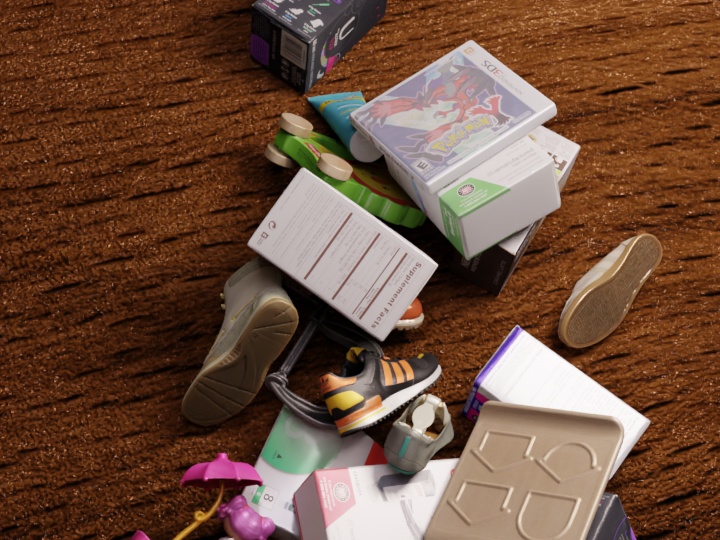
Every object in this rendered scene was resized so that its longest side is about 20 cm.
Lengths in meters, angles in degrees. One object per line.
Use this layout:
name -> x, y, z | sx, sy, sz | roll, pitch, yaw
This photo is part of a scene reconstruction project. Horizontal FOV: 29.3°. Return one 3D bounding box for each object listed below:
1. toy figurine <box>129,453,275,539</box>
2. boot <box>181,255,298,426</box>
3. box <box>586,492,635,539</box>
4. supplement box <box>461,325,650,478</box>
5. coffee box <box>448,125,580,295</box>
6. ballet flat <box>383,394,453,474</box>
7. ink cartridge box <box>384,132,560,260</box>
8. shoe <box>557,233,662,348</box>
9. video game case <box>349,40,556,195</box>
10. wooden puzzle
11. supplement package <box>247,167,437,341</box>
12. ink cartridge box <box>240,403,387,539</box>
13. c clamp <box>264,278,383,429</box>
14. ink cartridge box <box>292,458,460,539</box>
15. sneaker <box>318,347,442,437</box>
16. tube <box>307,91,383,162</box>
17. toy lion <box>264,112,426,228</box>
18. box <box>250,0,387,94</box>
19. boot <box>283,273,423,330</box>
toy figurine -> -0.166, 0.303, 1.540 | 0.200, 0.150, 0.184 | 43, 71, -8
boot -> -0.154, 0.083, 1.705 | 0.072, 0.200, 0.155 | 31, 18, -23
box -> 0.220, 0.354, 1.552 | 0.106, 0.122, 0.200 | 9, 53, 36
supplement box -> 0.237, 0.179, 1.691 | 0.200, 0.101, 0.103 | 35, 63, 13
coffee box -> 0.204, -0.083, 1.828 | 0.080, 0.115, 0.200 | 29, 61, 10
ballet flat -> 0.078, 0.181, 1.627 | 0.067, 0.064, 0.200 | 21, 16, 9
ink cartridge box -> 0.136, -0.130, 1.744 | 0.145, 0.088, 0.200 | -30, 47, -10
shoe -> 0.324, 0.029, 1.821 | 0.200, 0.053, 0.070 | -44, 106, -22
video game case -> 0.114, -0.197, 1.735 | 0.200, 0.023, 0.182 | -33, 49, -13
wooden puzzle -> 0.187, 0.248, 1.543 | 0.185, 0.046, 0.200 | 4, 54, 34
supplement package -> -0.022, -0.021, 1.664 | 0.200, 0.117, 0.118 | 36, 91, -4
ink cartridge box -> -0.029, 0.260, 1.645 | 0.199, 0.050, 0.161 | 21, 60, 7
c clamp -> -0.057, 0.110, 1.713 | 0.170, 0.027, 0.200 | 25, 41, -1
ink cartridge box -> 0.038, 0.302, 1.584 | 0.199, 0.085, 0.146 | 0, 61, -25
sneaker -> 0.025, 0.124, 1.668 | 0.200, 0.070, 0.090 | -31, 93, -50
tube -> -0.013, -0.205, 1.871 | 0.077, 0.051, 0.200 | -4, 26, -14
toy lion -> -0.006, -0.123, 1.824 | 0.191, 0.069, 0.200 | 12, 24, -36
box -> -0.055, -0.370, 1.953 | 0.106, 0.122, 0.200 | 35, 63, 13
boot -> 0.000, 0.000, 1.752 | 0.199, 0.108, 0.075 | 27, 25, 6
